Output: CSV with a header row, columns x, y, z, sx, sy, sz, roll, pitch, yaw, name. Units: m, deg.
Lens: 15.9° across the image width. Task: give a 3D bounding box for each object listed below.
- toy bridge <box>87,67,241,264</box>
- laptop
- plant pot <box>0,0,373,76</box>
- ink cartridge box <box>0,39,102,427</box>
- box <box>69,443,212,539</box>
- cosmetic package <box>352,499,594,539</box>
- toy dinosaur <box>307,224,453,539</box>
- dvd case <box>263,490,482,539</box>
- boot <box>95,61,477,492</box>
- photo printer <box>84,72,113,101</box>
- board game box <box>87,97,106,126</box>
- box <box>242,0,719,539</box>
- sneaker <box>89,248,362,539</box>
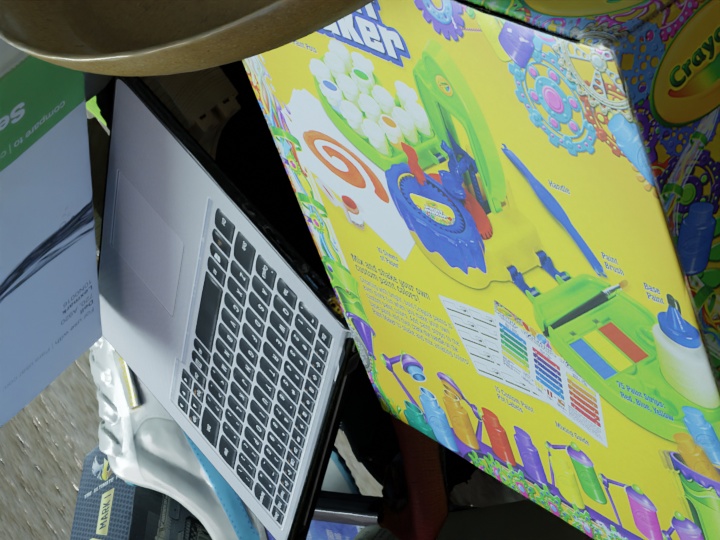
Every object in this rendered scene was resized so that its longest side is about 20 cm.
x,y,z,sx,sy,sz,roll,pitch,yaw,name
-0.097,-0.025,1.005,0.067,0.027,0.200,54,145,-1,toy bridge
-0.069,0.072,0.901,0.200,0.116,0.187,48,155,17,laptop
-0.016,-0.121,0.696,0.200,0.200,0.028,26,158,52,plant pot
-0.173,-0.044,0.918,0.146,0.084,0.200,36,151,20,ink cartridge box
-0.042,0.177,1.151,0.200,0.158,0.051,32,134,-30,box
0.080,0.140,0.937,0.200,0.071,0.105,-16,111,41,cosmetic package
0.000,0.000,0.893,0.105,0.200,0.182,-13,67,57,toy dinosaur
0.059,0.157,1.028,0.200,0.018,0.143,3,118,32,dvd case
-0.018,-0.011,1.018,0.168,0.076,0.200,44,164,35,boot
-0.118,-0.156,0.925,0.167,0.069,0.200,53,131,7,photo printer
-0.100,-0.118,1.111,0.096,0.030,0.200,41,158,31,board game box
0.075,-0.033,0.724,0.200,0.122,0.193,28,147,51,box
-0.084,0.044,1.091,0.200,0.081,0.077,52,178,6,sneaker
